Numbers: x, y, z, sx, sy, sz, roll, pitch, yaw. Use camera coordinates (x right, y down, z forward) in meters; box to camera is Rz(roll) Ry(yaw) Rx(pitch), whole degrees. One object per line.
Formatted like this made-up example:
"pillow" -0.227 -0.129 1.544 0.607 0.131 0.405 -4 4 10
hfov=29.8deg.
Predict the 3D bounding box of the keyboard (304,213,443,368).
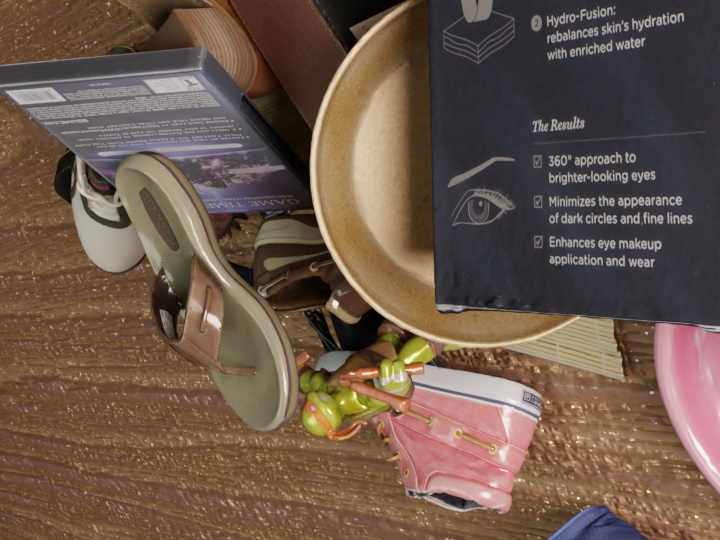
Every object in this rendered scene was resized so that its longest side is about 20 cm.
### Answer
"keyboard" 0.005 0.049 1.081 0.200 0.021 0.127 57 143 4

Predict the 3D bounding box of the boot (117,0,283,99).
"boot" -0.108 -0.204 0.905 0.073 0.155 0.201 -24 86 33

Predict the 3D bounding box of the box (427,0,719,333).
"box" 0.134 -0.079 0.624 0.196 0.117 0.201 3 96 55

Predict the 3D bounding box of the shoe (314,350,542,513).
"shoe" 0.035 0.118 0.988 0.199 0.091 0.071 6 162 39

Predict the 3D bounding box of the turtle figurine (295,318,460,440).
"turtle figurine" 0.017 0.067 0.911 0.200 0.161 0.065 -11 113 58

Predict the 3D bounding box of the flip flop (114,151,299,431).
"flip flop" -0.109 0.018 0.870 0.081 0.057 0.201 -25 95 47

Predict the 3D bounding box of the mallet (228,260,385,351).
"mallet" -0.055 0.008 1.079 0.200 0.041 0.066 23 131 43

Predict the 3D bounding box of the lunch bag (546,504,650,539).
"lunch bag" 0.175 0.282 0.927 0.132 0.136 0.201 30 139 39

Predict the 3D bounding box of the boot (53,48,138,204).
"boot" -0.160 -0.145 1.101 0.199 0.139 0.078 -15 140 22

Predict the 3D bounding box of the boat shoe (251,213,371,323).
"boat shoe" 0.004 0.002 0.925 0.202 0.075 0.075 -5 154 45

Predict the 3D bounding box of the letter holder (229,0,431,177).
"letter holder" -0.008 -0.142 0.855 0.200 0.100 0.142 57 151 2

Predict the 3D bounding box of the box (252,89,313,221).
"box" -0.083 -0.139 0.989 0.201 0.075 0.050 61 149 -6

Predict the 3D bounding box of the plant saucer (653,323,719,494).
"plant saucer" 0.249 0.067 0.716 0.200 0.051 0.201 36 143 34

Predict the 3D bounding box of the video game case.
"video game case" -0.122 -0.084 0.879 0.142 0.019 0.200 -1 159 21

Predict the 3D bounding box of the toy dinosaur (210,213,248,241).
"toy dinosaur" -0.164 -0.064 1.160 0.136 0.086 0.200 -47 47 25

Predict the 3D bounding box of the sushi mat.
"sushi mat" 0.098 0.014 0.922 0.200 0.012 0.096 13 128 50

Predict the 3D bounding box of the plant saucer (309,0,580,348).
"plant saucer" 0.069 -0.058 0.753 0.201 0.200 0.035 65 175 -11

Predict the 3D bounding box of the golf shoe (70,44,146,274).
"golf shoe" -0.190 -0.069 1.013 0.077 0.088 0.201 16 128 3
